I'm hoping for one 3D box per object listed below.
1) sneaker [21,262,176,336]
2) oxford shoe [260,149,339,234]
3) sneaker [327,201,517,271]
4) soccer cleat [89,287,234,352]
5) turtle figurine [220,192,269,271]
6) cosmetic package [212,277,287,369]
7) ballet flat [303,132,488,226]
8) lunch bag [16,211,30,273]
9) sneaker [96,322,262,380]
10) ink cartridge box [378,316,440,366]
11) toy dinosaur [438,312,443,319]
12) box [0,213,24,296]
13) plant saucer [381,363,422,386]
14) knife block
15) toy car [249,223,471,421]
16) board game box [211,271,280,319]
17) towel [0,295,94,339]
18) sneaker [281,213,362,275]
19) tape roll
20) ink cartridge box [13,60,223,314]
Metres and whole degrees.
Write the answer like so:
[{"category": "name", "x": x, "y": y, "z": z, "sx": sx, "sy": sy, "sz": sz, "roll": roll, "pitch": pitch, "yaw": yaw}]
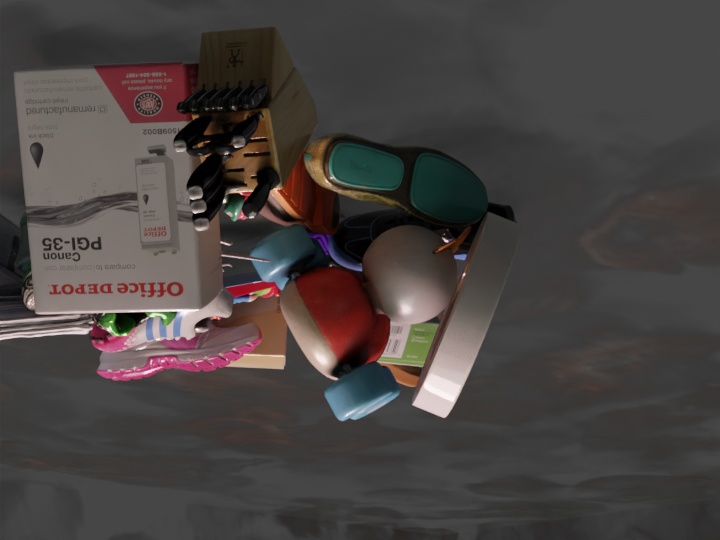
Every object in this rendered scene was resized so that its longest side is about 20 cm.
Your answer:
[{"category": "sneaker", "x": -0.265, "y": 0.022, "z": 1.212, "sx": 0.199, "sy": 0.086, "sz": 0.078, "roll": -6, "pitch": 152, "yaw": 29}, {"category": "oxford shoe", "x": -0.082, "y": -0.078, "z": 1.168, "sx": 0.072, "sy": 0.072, "sz": 0.200, "roll": 0, "pitch": 162, "yaw": 17}, {"category": "sneaker", "x": 0.065, "y": -0.044, "z": 1.265, "sx": 0.199, "sy": 0.071, "sz": 0.078, "roll": -4, "pitch": 158, "yaw": -5}, {"category": "soccer cleat", "x": -0.216, "y": 0.055, "z": 1.302, "sx": 0.086, "sy": 0.070, "sz": 0.199, "roll": 30, "pitch": 144, "yaw": -32}, {"category": "turtle figurine", "x": -0.169, "y": -0.068, "z": 1.109, "sx": 0.199, "sy": 0.101, "sz": 0.150, "roll": 21, "pitch": 179, "yaw": -5}, {"category": "cosmetic package", "x": -0.192, "y": 0.065, "z": 1.531, "sx": 0.199, "sy": 0.106, "sz": 0.071, "roll": 1, "pitch": 163, "yaw": -4}, {"category": "ballet flat", "x": 0.032, "y": -0.089, "z": 1.150, "sx": 0.199, "sy": 0.071, "sz": 0.071, "roll": 12, "pitch": 158, "yaw": -33}, {"category": "lunch bag", "x": -0.265, "y": -0.029, "z": 1.306, "sx": 0.199, "sy": 0.078, "sz": 0.160, "roll": -12, "pitch": 155, "yaw": 33}, {"category": "sneaker", "x": -0.219, "y": 0.075, "z": 1.446, "sx": 0.199, "sy": 0.089, "sz": 0.081, "roll": -6, "pitch": 167, "yaw": -7}, {"category": "ink cartridge box", "x": 0.010, "y": 0.031, "z": 1.412, "sx": 0.103, "sy": 0.200, "sz": 0.060, "roll": 7, "pitch": 116, "yaw": -21}, {"category": "toy dinosaur", "x": 0.110, "y": 0.083, "z": 1.605, "sx": 0.102, "sy": 0.077, "sz": 0.200, "roll": 12, "pitch": 158, "yaw": 11}, {"category": "box", "x": -0.446, "y": -0.028, "z": 1.345, "sx": 0.116, "sy": 0.061, "sz": 0.200, "roll": -3, "pitch": 160, "yaw": 13}, {"category": "plant saucer", "x": -0.003, "y": 0.074, "z": 1.497, "sx": 0.200, "sy": 0.032, "sz": 0.200, "roll": 34, "pitch": -173, "yaw": -5}, {"category": "knife block", "x": -0.089, "y": -0.093, "z": 0.961, "sx": 0.064, "sy": 0.177, "sz": 0.200, "roll": -2, "pitch": 161, "yaw": 11}, {"category": "toy car", "x": 0.027, "y": 0.019, "z": 1.179, "sx": 0.199, "sy": 0.185, "sz": 0.177, "roll": -29, "pitch": 171, "yaw": 3}, {"category": "board game box", "x": -0.154, "y": 0.031, "z": 1.407, "sx": 0.199, "sy": 0.039, "sz": 0.158, "roll": -10, "pitch": -175, "yaw": 7}, {"category": "towel", "x": -0.372, "y": 0.050, "z": 1.341, "sx": 0.146, "sy": 0.024, "sz": 0.200, "roll": -4, "pitch": -173, "yaw": -14}, {"category": "sneaker", "x": 0.000, "y": 0.000, "z": 1.314, "sx": 0.199, "sy": 0.100, "sz": 0.070, "roll": 3, "pitch": 143, "yaw": -12}, {"category": "tape roll", "x": 0.102, "y": 0.042, "z": 1.163, "sx": 0.037, "sy": 0.204, "sz": 0.203, "roll": 22, "pitch": 160, "yaw": 3}, {"category": "ink cartridge box", "x": -0.194, "y": -0.068, "z": 0.989, "sx": 0.145, "sy": 0.201, "sz": 0.083, "roll": -1, "pitch": -169, "yaw": 6}]
